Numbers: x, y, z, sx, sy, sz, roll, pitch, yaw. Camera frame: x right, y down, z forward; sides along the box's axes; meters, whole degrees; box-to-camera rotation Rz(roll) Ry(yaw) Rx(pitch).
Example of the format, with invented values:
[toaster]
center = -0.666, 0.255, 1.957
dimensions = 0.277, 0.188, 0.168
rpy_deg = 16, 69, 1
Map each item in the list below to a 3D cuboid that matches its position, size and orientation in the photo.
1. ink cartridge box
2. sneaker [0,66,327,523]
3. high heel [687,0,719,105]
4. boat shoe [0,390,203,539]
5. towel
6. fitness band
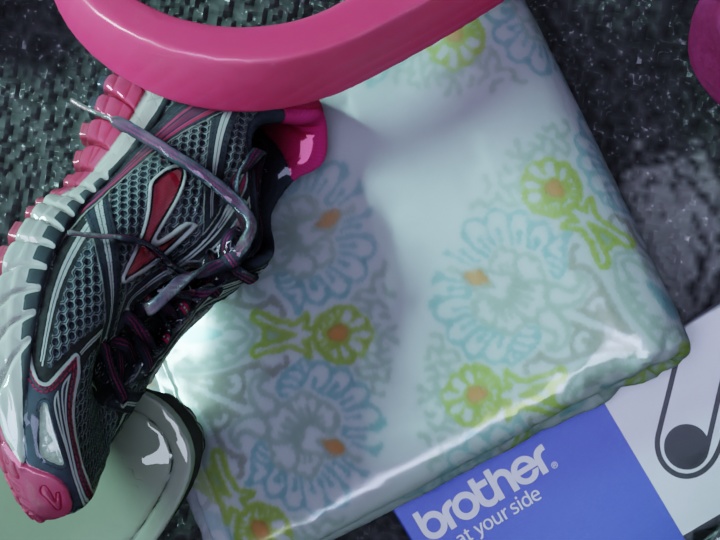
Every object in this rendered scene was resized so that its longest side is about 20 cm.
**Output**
[ink cartridge box]
center = 0.120, 0.074, 0.918
dimensions = 0.199, 0.044, 0.094
rpy_deg = -31, 87, 9
[sneaker]
center = -0.071, -0.003, 0.833
dimensions = 0.074, 0.081, 0.201
rpy_deg = 10, 51, 14
[high heel]
center = 0.203, -0.038, 0.874
dimensions = 0.200, 0.096, 0.067
rpy_deg = 41, 97, 4
[boat shoe]
center = -0.129, 0.101, 0.913
dimensions = 0.201, 0.060, 0.072
rpy_deg = -37, 83, 25
[towel]
center = 0.000, 0.000, 0.914
dimensions = 0.199, 0.048, 0.172
rpy_deg = -28, 75, 12
[fitness band]
center = -0.020, -0.133, 0.886
dimensions = 0.199, 0.038, 0.144
rpy_deg = -31, 66, -24
